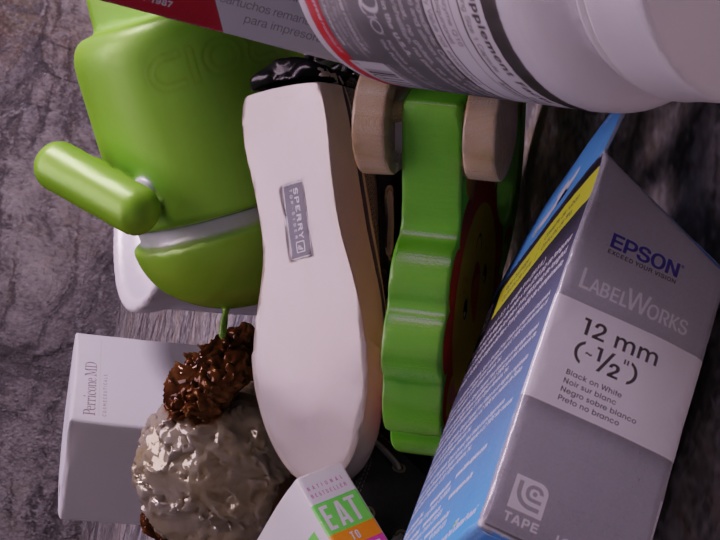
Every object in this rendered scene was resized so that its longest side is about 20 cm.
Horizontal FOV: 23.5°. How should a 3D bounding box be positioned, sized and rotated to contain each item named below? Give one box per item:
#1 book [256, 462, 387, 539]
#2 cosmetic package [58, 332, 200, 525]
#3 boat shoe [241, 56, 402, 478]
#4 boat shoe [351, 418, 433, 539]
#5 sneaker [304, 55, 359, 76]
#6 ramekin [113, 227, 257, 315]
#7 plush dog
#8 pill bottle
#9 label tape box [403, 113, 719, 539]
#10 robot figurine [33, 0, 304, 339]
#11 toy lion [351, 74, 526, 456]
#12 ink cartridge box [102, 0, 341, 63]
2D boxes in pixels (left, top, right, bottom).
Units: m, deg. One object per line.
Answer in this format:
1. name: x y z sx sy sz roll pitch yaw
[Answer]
1. book: 0.012 0.203 0.775 0.200 0.048 0.134 58 148 24
2. cosmetic package: -0.096 0.109 1.137 0.113 0.200 0.081 -107 27 -60
3. boat shoe: 0.000 0.000 0.835 0.075 0.093 0.200 -6 85 38
4. boat shoe: 0.017 0.123 0.834 0.200 0.068 0.072 57 142 33
5. sneaker: -0.001 -0.169 0.991 0.200 0.076 0.091 -66 -17 16
6. ramekin: -0.085 -0.066 1.102 0.200 0.098 0.201 -171 90 -70
7. plush dog: -0.041 0.115 0.952 0.161 0.171 0.200 -101 23 -53
8. pill bottle: 0.069 -0.117 0.623 0.200 0.114 0.114 16 99 56
9. label tape box: 0.080 0.047 0.674 0.200 0.066 0.143 -65 3 -30
10. robot figurine: -0.077 -0.071 0.900 0.116 0.175 0.200 -8 103 39
11. toy lion: 0.046 -0.020 0.810 0.200 0.069 0.192 -60 -28 -58
12. ink cartridge box: -0.040 -0.219 0.755 0.145 0.145 0.200 -109 35 -60
